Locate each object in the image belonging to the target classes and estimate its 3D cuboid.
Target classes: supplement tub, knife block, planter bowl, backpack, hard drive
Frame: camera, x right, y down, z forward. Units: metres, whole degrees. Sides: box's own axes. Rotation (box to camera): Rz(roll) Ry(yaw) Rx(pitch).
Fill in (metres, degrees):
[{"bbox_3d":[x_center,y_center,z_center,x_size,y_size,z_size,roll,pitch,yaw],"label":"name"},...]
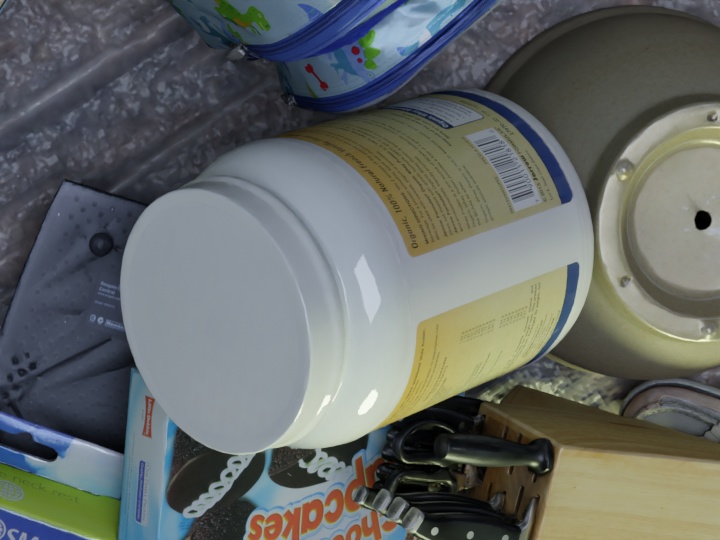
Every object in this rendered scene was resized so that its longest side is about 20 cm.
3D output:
[{"bbox_3d":[0.000,0.000,1.066,0.200,0.144,0.145,-19,105,-45],"label":"supplement tub"},{"bbox_3d":[0.103,0.112,1.131,0.199,0.176,0.064,17,100,9],"label":"knife block"},{"bbox_3d":[0.159,-0.033,1.164,0.199,0.135,0.201,-2,98,-11],"label":"planter bowl"},{"bbox_3d":[-0.003,-0.168,1.077,0.183,0.200,0.147,-41,104,-4],"label":"backpack"},{"bbox_3d":[-0.126,0.063,1.168,0.134,0.042,0.201,17,97,-13],"label":"hard drive"}]

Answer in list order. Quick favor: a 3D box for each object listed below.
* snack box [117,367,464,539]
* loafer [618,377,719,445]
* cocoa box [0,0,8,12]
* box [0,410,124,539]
[{"bbox_3d":[-0.032,0.102,1.148,0.199,0.037,0.117,-3,103,-42],"label":"snack box"},{"bbox_3d":[0.222,0.135,1.230,0.200,0.063,0.072,39,114,-15],"label":"loafer"},{"bbox_3d":[-0.270,-0.144,1.039,0.200,0.133,0.132,33,89,-15],"label":"cocoa box"},{"bbox_3d":[-0.202,0.166,1.136,0.122,0.048,0.201,21,114,-14],"label":"box"}]
